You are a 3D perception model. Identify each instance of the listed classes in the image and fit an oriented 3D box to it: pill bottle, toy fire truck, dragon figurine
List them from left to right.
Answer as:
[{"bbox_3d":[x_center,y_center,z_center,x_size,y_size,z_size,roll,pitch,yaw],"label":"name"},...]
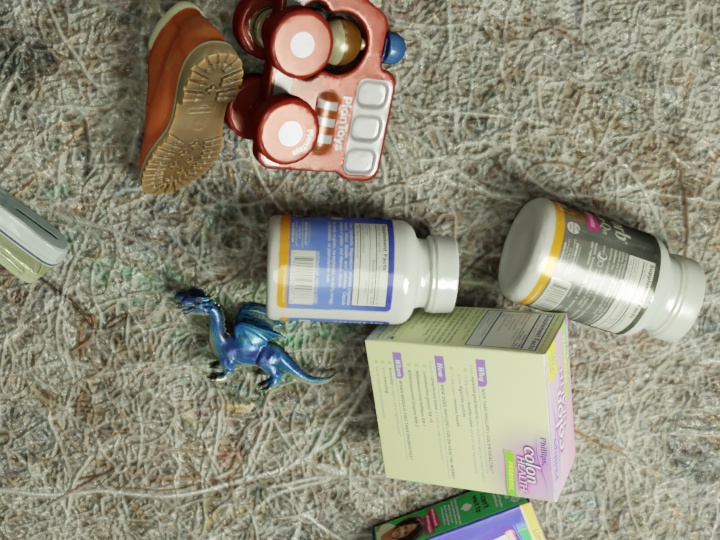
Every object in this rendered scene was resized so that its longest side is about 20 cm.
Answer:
[{"bbox_3d":[-0.114,0.076,1.053,0.198,0.059,0.100,12,109,-7],"label":"dragon figurine"},{"bbox_3d":[-0.039,-0.192,0.949,0.167,0.112,0.202,0,112,-30],"label":"toy fire truck"},{"bbox_3d":[0.000,0.000,1.006,0.198,0.112,0.113,2,110,-6],"label":"pill bottle"},{"bbox_3d":[0.260,0.004,1.024,0.198,0.117,0.117,17,108,-10],"label":"pill bottle"}]

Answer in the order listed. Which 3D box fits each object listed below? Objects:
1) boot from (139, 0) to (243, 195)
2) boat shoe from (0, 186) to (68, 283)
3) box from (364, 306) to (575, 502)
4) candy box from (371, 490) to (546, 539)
[{"bbox_3d":[-0.185,-0.171,0.958,0.075,0.108,0.201,-7,142,-40],"label":"boot"},{"bbox_3d":[-0.398,-0.061,0.978,0.200,0.072,0.062,42,100,-19],"label":"boat shoe"},{"bbox_3d":[0.122,0.138,1.027,0.198,0.097,0.177,2,114,27],"label":"box"},{"bbox_3d":[0.136,0.366,1.164,0.199,0.077,0.170,-22,109,3],"label":"candy box"}]
